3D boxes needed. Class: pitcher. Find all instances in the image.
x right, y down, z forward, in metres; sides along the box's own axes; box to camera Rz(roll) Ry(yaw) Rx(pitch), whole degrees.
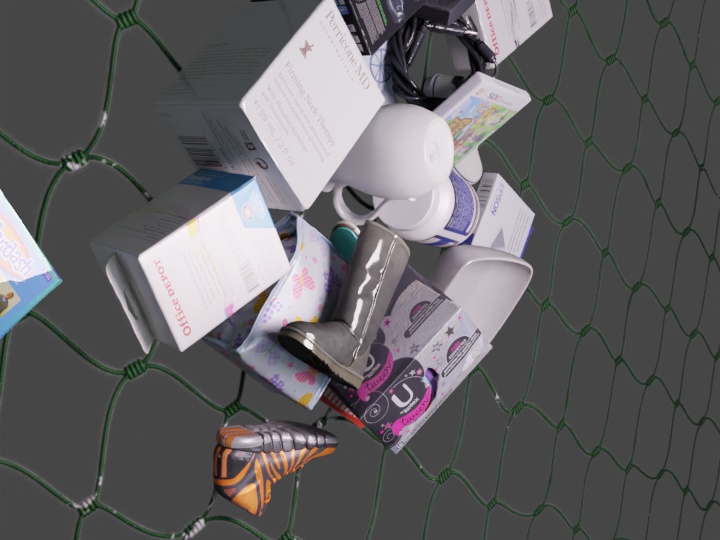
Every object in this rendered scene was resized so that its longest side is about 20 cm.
[{"bbox_3d":[0.027,-0.135,1.366,0.122,0.198,0.173,-56,135,-39],"label":"pitcher"}]

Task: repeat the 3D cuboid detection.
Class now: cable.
[{"bbox_3d":[0.117,-0.313,1.526,0.199,0.051,0.164,-37,100,-33],"label":"cable"}]

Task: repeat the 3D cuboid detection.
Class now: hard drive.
[{"bbox_3d":[0.130,-0.442,1.529,0.201,0.133,0.043,-54,151,-30],"label":"hard drive"}]

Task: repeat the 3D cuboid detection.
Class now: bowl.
[{"bbox_3d":[0.162,0.043,1.635,0.198,0.075,0.201,7,121,-46],"label":"bowl"}]

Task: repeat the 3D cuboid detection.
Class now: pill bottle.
[{"bbox_3d":[0.096,-0.098,1.511,0.199,0.114,0.118,9,89,-67],"label":"pill bottle"}]

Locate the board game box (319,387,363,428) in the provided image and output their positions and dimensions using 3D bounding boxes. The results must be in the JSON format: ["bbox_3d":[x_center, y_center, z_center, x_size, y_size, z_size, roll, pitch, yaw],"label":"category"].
[{"bbox_3d":[0.011,0.112,1.484,0.201,0.046,0.151,-52,134,-1],"label":"board game box"}]

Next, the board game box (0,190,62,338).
[{"bbox_3d":[-0.416,0.016,1.027,0.200,0.045,0.153,-49,129,-32],"label":"board game box"}]

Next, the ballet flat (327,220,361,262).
[{"bbox_3d":[0.000,0.000,1.498,0.069,0.069,0.202,-43,133,-36],"label":"ballet flat"}]

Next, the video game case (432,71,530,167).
[{"bbox_3d":[0.143,-0.208,1.527,0.181,0.199,0.022,0,54,-59],"label":"video game case"}]

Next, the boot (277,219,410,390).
[{"bbox_3d":[-0.014,0.031,1.294,0.182,0.072,0.202,42,70,-56],"label":"boot"}]

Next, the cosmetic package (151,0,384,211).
[{"bbox_3d":[-0.109,-0.205,1.257,0.201,0.165,0.168,-56,133,-28],"label":"cosmetic package"}]

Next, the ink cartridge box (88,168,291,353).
[{"bbox_3d":[-0.206,-0.011,1.192,0.199,0.124,0.130,-36,121,-30],"label":"ink cartridge box"}]

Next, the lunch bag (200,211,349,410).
[{"bbox_3d":[-0.092,0.050,1.350,0.169,0.126,0.202,42,74,-41],"label":"lunch bag"}]

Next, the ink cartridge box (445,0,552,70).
[{"bbox_3d":[0.215,-0.433,1.660,0.200,0.083,0.147,-43,125,-36],"label":"ink cartridge box"}]

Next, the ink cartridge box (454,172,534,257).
[{"bbox_3d":[0.240,-0.034,1.781,0.200,0.040,0.202,38,68,-45],"label":"ink cartridge box"}]

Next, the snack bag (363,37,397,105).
[{"bbox_3d":[-0.007,-0.231,1.481,0.187,0.021,0.203,-22,111,-45],"label":"snack bag"}]

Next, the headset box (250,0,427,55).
[{"bbox_3d":[-0.011,-0.367,1.339,0.200,0.172,0.094,-48,129,-32],"label":"headset box"}]

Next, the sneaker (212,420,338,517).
[{"bbox_3d":[-0.120,0.269,1.397,0.198,0.077,0.114,4,97,-39],"label":"sneaker"}]

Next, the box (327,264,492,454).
[{"bbox_3d":[0.057,0.120,1.398,0.200,0.132,0.115,-47,134,-4],"label":"box"}]

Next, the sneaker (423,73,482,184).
[{"bbox_3d":[0.161,-0.220,1.639,0.073,0.070,0.201,-51,130,-31],"label":"sneaker"}]
